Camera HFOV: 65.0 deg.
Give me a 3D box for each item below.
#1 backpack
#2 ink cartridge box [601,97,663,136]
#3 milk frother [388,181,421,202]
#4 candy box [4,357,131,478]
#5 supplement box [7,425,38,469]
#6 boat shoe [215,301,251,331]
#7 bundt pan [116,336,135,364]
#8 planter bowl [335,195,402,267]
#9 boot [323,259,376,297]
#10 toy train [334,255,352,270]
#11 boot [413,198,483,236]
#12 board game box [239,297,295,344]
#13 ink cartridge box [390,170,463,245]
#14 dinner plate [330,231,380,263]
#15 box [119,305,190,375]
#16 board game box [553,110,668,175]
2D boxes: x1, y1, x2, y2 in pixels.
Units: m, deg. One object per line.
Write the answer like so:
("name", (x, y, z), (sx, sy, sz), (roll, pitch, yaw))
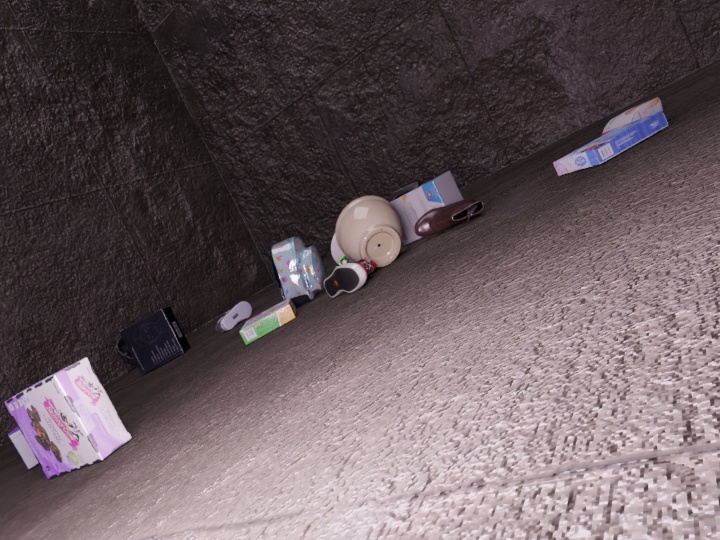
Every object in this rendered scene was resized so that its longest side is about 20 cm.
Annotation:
("backpack", (-0.193, -0.006, 1.766), (0.151, 0.203, 0.176), (-25, 5, 11))
("ink cartridge box", (0.823, -0.468, 1.791), (0.197, 0.051, 0.162), (-25, 5, -6))
("milk frother", (0.210, -0.201, 2.080), (0.185, 0.184, 0.200), (-25, -37, 20))
("candy box", (-0.537, 0.273, 1.033), (0.197, 0.170, 0.071), (-24, 6, 32))
("supplement box", (-0.802, 0.412, 1.433), (0.100, 0.105, 0.199), (-30, 7, -22))
("boat shoe", (-0.519, 0.192, 2.309), (0.067, 0.073, 0.200), (-22, 15, 29))
("bundt pan", (-1.239, 0.437, 3.106), (0.201, 0.200, 0.077), (-34, -26, -52))
("planter bowl", (0.039, -0.091, 1.598), (0.197, 0.203, 0.135), (-27, 33, -4))
("boot", (0.000, 0.000, 1.448), (0.143, 0.074, 0.199), (-29, 1, -26))
("toy train", (-0.042, -0.003, 1.621), (0.056, 0.042, 0.200), (-45, -8, 1))
("boot", (0.245, -0.152, 1.598), (0.196, 0.074, 0.166), (-24, 3, 3))
("board game box", (-0.254, 0.137, 1.579), (0.151, 0.041, 0.200), (-28, 5, -4))
("ink cartridge box", (0.213, -0.200, 1.819), (0.198, 0.149, 0.146), (-23, 7, 38))
("dinner plate", (0.007, -0.080, 1.697), (0.197, 0.202, 0.024), (-28, 41, -4))
("box", (-0.835, 0.282, 2.306), (0.194, 0.203, 0.124), (-27, 3, -2))
("board game box", (0.610, -0.310, 1.397), (0.197, 0.044, 0.199), (-29, 4, -6))
